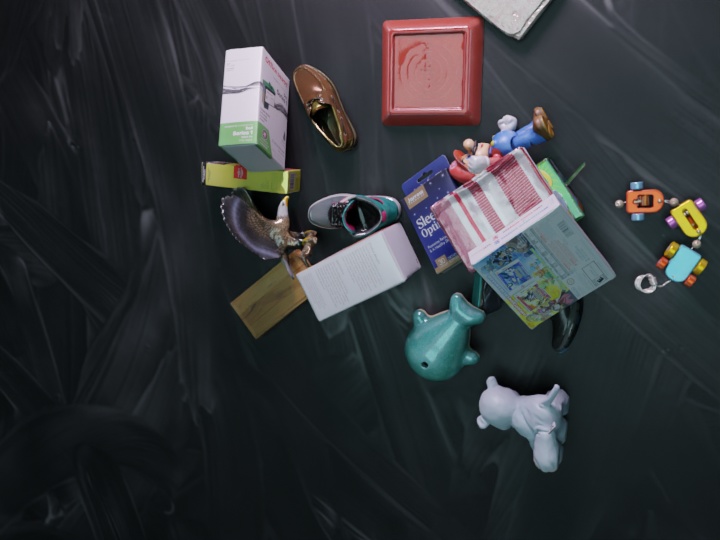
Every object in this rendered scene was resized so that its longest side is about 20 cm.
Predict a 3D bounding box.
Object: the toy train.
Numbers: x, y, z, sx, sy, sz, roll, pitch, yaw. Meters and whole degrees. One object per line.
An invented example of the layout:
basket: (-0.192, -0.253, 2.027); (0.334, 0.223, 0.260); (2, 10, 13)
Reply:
toy train: (0.545, -0.065, 1.252); (0.149, 0.056, 0.202); (-6, 95, 20)

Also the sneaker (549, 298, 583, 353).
sneaker: (0.383, 0.055, 1.322); (0.081, 0.073, 0.202); (11, 95, 24)

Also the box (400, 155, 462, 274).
box: (0.155, -0.109, 1.343); (0.121, 0.032, 0.201); (-34, 75, 34)

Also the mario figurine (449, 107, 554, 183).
mario figurine: (0.245, -0.234, 1.268); (0.199, 0.123, 0.107); (-30, 73, 24)

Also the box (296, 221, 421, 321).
box: (0.000, 0.000, 1.383); (0.199, 0.152, 0.107); (-26, 92, 19)

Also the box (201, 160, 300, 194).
box: (-0.231, -0.197, 1.462); (0.198, 0.075, 0.051); (9, 103, 17)

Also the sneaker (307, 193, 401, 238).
sneaker: (-0.027, -0.110, 1.387); (0.198, 0.121, 0.084); (-3, 100, 18)

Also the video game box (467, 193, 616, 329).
video game box: (0.320, -0.010, 1.222); (0.182, 0.047, 0.200); (-36, 119, 19)

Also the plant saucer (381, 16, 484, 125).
plant saucer: (0.132, -0.381, 1.331); (0.198, 0.037, 0.202); (4, 101, 18)

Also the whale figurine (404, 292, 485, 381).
whale figurine: (0.162, 0.137, 1.360); (0.159, 0.104, 0.200); (39, 131, 7)

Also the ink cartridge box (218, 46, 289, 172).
ink cartridge box: (-0.205, -0.313, 1.361); (0.084, 0.146, 0.202); (-1, 78, 16)

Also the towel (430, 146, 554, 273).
towel: (0.239, -0.105, 1.227); (0.199, 0.023, 0.145); (-34, 89, 21)

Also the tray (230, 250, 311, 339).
tray: (-0.182, 0.053, 1.513); (0.200, 0.037, 0.099); (-38, 87, 21)

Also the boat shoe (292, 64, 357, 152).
boat shoe: (-0.075, -0.330, 1.389); (0.072, 0.068, 0.201); (-37, 87, 22)

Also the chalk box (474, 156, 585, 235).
chalk box: (0.331, -0.126, 1.269); (0.199, 0.125, 0.124); (-33, 89, 22)

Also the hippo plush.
hippo plush: (0.306, 0.294, 1.332); (0.160, 0.200, 0.161); (5, 80, 24)

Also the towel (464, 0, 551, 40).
towel: (0.256, -0.529, 1.265); (0.200, 0.034, 0.133); (43, 108, 7)

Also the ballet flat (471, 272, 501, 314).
ballet flat: (0.253, -0.013, 1.352); (0.072, 0.073, 0.202); (1, 95, 17)

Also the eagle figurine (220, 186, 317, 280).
eagle figurine: (-0.187, -0.086, 1.408); (0.198, 0.152, 0.152); (14, 148, -7)
